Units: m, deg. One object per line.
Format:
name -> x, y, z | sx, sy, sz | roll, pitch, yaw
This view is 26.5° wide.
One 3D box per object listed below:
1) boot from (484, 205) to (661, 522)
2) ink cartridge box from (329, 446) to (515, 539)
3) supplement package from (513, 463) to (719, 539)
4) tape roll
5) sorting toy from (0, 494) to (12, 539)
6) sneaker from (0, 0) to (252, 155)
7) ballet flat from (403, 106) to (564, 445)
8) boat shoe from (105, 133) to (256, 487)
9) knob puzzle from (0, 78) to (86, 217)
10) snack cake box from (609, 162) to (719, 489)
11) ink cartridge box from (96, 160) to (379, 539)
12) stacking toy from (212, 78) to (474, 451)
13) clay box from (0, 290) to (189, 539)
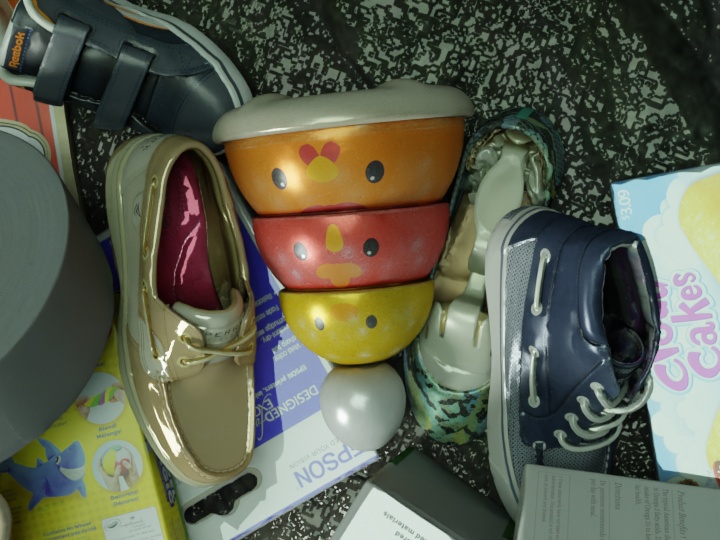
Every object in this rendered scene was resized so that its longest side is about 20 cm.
boot -> 0.118, 0.068, 0.822 | 0.072, 0.090, 0.201 | -19, 109, -27
ink cartridge box -> -0.002, 0.209, 0.844 | 0.084, 0.145, 0.201 | 33, 96, 8
supplement package -> 0.173, 0.189, 0.776 | 0.198, 0.117, 0.118 | 7, 121, 6
tape roll -> -0.236, 0.019, 0.819 | 0.199, 0.066, 0.201 | -9, 53, 12
sorting toy -> -0.254, 0.165, 0.883 | 0.185, 0.036, 0.201 | 29, 123, 38
sneaker -> -0.158, -0.124, 0.893 | 0.199, 0.079, 0.079 | 35, 128, 11
ballet flat -> 0.065, 0.003, 0.869 | 0.074, 0.074, 0.202 | 12, 93, 10
boat shoe -> -0.092, 0.023, 0.836 | 0.073, 0.069, 0.201 | -16, 98, -32
knob puzzle -> -0.273, -0.100, 0.949 | 0.218, 0.030, 0.221 | 0, 91, 11
snack cake box -> 0.209, 0.041, 0.843 | 0.114, 0.067, 0.202 | -10, 89, 10
ink cartridge box -> -0.115, 0.070, 0.915 | 0.197, 0.043, 0.201 | -30, 84, 10
stacking toy -> 0.000, 0.000, 0.846 | 0.145, 0.146, 0.202 | -6, 93, 10
clay box -> -0.175, 0.097, 0.880 | 0.114, 0.048, 0.201 | -14, 88, 6
